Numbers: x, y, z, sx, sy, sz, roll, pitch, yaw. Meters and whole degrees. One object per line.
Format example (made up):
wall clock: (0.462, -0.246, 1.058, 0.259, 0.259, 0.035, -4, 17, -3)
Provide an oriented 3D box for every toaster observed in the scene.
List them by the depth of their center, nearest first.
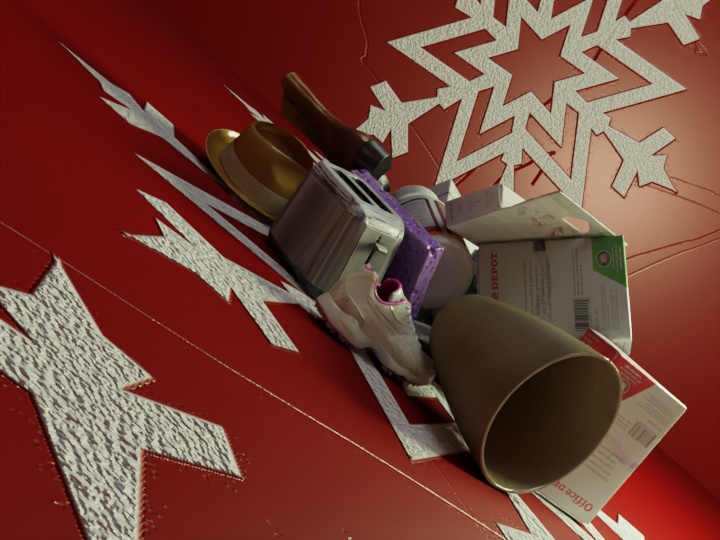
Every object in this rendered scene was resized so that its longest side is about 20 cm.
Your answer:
toaster: (-0.032, -0.050, 1.334, 0.113, 0.130, 0.200, 22, 18, -39)

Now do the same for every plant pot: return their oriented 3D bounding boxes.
plant pot: (0.166, 0.120, 1.203, 0.187, 0.188, 0.200, 35, 9, -40)

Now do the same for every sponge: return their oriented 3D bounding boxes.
sponge: (0.031, -0.038, 1.385, 0.030, 0.112, 0.200, -5, 38, -34)

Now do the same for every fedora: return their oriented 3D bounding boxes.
fedora: (-0.128, -0.154, 1.512, 0.200, 0.082, 0.201, 33, 27, -19)

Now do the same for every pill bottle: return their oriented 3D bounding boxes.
pill bottle: (0.089, -0.040, 1.478, 0.109, 0.110, 0.201, 38, 17, -24)

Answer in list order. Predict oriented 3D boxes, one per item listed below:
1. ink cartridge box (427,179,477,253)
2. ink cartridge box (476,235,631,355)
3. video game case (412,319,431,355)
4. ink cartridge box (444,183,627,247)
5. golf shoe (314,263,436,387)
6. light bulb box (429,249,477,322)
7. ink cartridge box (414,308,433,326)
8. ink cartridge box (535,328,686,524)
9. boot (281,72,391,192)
ink cartridge box: (0.148, -0.053, 1.777, 0.146, 0.083, 0.200, 59, 18, -16)
ink cartridge box: (0.259, 0.039, 1.404, 0.084, 0.198, 0.148, 61, 29, -66)
video game case: (0.114, 0.106, 1.429, 0.181, 0.023, 0.200, 21, -8, 42)
ink cartridge box: (0.238, -0.063, 1.406, 0.199, 0.172, 0.044, 28, 54, -45)
golf shoe: (0.038, 0.067, 1.221, 0.200, 0.092, 0.075, 38, 7, -38)
light bulb box: (0.225, 0.099, 1.545, 0.197, 0.125, 0.200, 31, -13, 23)
ink cartridge box: (0.056, 0.016, 1.622, 0.200, 0.088, 0.145, 42, 7, 24)
ink cartridge box: (0.290, 0.199, 1.323, 0.147, 0.200, 0.086, 37, 7, -27)
boot: (-0.050, -0.170, 1.523, 0.200, 0.068, 0.189, 41, -19, 16)
